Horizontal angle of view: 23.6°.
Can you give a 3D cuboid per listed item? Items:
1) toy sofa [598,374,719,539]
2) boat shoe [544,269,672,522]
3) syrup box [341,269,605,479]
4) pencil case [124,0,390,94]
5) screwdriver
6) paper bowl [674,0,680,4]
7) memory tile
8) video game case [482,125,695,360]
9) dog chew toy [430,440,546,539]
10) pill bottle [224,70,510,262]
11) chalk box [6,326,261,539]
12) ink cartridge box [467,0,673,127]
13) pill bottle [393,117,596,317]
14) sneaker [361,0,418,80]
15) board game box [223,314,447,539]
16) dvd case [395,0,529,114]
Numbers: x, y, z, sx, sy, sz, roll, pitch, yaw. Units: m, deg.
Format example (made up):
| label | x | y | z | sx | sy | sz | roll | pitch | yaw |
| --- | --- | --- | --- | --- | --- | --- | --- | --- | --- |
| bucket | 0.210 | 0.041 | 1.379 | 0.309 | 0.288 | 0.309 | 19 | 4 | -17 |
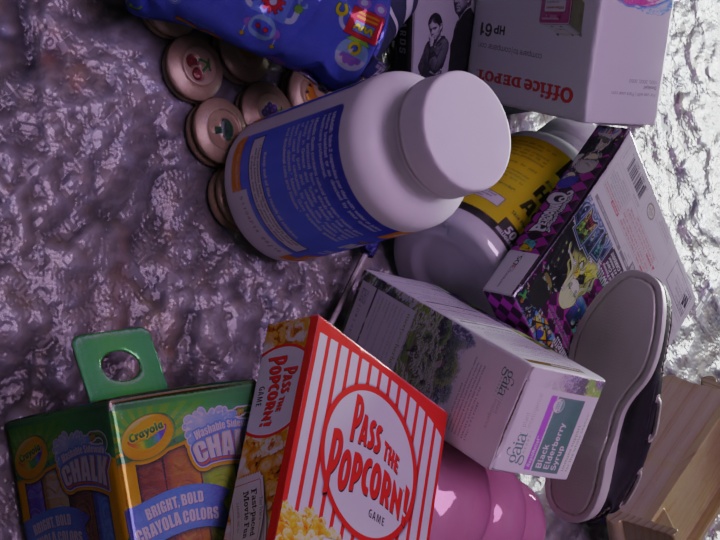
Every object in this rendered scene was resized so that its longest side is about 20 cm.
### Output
| label | x | y | z | sx | sy | sz | roll | pitch | yaw |
| --- | --- | --- | --- | --- | --- | --- | --- | --- | --- |
| toy sofa | 0.276 | 0.185 | 1.508 | 0.200 | 0.098 | 0.083 | -47 | 137 | -38 |
| boat shoe | 0.197 | 0.096 | 1.308 | 0.060 | 0.074 | 0.200 | 2 | 104 | -47 |
| syrup box | 0.074 | 0.073 | 1.244 | 0.081 | 0.200 | 0.079 | 13 | 101 | -41 |
| pencil case | -0.075 | -0.191 | 1.214 | 0.200 | 0.078 | 0.087 | 20 | 97 | -13 |
| screwdriver | 0.000 | 0.000 | 1.317 | 0.028 | 0.029 | 0.200 | 44 | 50 | -26 |
| paper bowl | 0.210 | -0.320 | 1.509 | 0.201 | 0.104 | 0.201 | 28 | 57 | -56 |
| memory tile | -0.079 | -0.141 | 1.289 | 0.153 | 0.017 | 0.200 | -26 | 98 | -43 |
| video game case | 0.186 | 0.019 | 1.356 | 0.181 | 0.036 | 0.200 | -54 | 135 | -26 |
| dog chew toy | 0.066 | 0.181 | 1.285 | 0.200 | 0.124 | 0.125 | 24 | 65 | -45 |
| pill bottle | 0.006 | -0.075 | 1.204 | 0.112 | 0.200 | 0.112 | 10 | 75 | -41 |
| chalk box | -0.137 | 0.135 | 1.103 | 0.124 | 0.124 | 0.200 | -7 | 86 | -43 |
| ink cartridge box | 0.168 | -0.220 | 1.356 | 0.085 | 0.144 | 0.200 | -4 | 105 | -38 |
| pill bottle | 0.125 | -0.045 | 1.389 | 0.200 | 0.111 | 0.111 | -41 | 108 | -40 |
| sneaker | -0.028 | -0.248 | 1.299 | 0.109 | 0.070 | 0.200 | -48 | 120 | -32 |
| board game box | -0.016 | 0.152 | 1.106 | 0.151 | 0.046 | 0.200 | 38 | 51 | -42 |
| dvd case | 0.091 | -0.222 | 1.405 | 0.150 | 0.025 | 0.200 | -11 | 109 | -40 |
